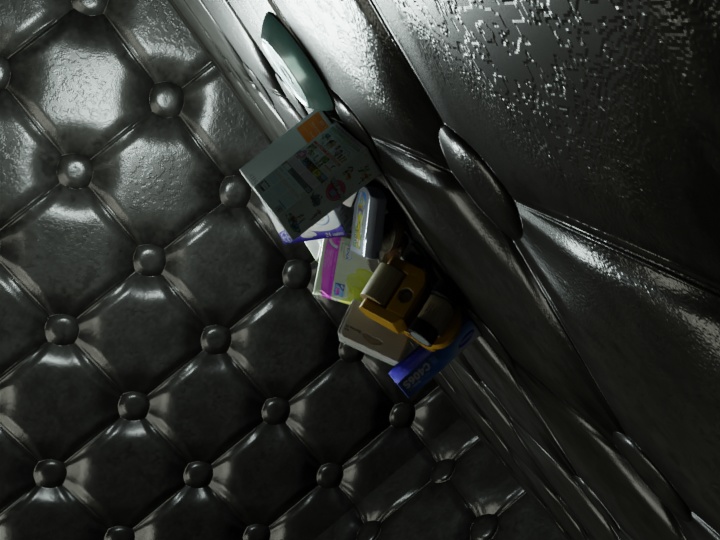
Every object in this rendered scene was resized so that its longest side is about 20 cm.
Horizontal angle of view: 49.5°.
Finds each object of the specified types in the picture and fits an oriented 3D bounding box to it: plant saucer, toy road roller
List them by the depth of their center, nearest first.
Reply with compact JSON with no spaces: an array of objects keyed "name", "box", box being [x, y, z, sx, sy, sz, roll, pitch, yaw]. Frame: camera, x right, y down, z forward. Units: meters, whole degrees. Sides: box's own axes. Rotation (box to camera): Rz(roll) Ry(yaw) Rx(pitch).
[{"name":"plant saucer","box":[-0.120,-0.358,1.382,0.201,0.036,0.200,54,177,4]},{"name":"toy road roller","box":[0.108,0.080,1.545,0.198,0.124,0.146,28,164,26]}]

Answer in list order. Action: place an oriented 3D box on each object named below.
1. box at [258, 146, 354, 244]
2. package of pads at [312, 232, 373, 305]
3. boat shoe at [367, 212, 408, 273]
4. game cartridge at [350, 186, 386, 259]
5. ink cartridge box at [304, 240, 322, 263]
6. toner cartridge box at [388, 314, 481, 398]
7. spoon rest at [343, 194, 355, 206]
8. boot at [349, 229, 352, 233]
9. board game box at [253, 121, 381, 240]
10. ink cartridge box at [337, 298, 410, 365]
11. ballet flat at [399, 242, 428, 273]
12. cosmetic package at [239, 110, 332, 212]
[{"name":"box","box":[-0.122,-0.175,1.715,0.181,0.106,0.202,-6,125,32]},{"name":"package of pads","box":[0.000,0.000,1.760,0.196,0.158,0.068,15,-170,19]},{"name":"boat shoe","box":[0.062,-0.065,1.603,0.073,0.067,0.201,62,159,17]},{"name":"game cartridge","box":[0.013,-0.097,1.537,0.040,0.136,0.200,9,-176,-10]},{"name":"ink cartridge box","box":[-0.048,-0.032,1.959,0.199,0.067,0.118,37,-167,-42]},{"name":"toner cartridge box","box":[0.153,0.173,1.624,0.043,0.199,0.095,50,177,-12]},{"name":"spoon rest","box":[-0.025,-0.185,1.578,0.200,0.059,0.102,62,-156,-87]},{"name":"boot","box":[0.034,-0.021,1.914,0.201,0.072,0.144,55,-154,-2]},{"name":"board game box","box":[-0.081,-0.164,1.404,0.065,0.199,0.148,54,177,-38]},{"name":"ink cartridge box","box":[0.031,0.137,1.680,0.144,0.084,0.200,25,172,2]},{"name":"ballet flat","box":[0.106,0.001,1.633,0.068,0.068,0.200,52,176,16]},{"name":"cosmetic package","box":[-0.130,-0.217,1.536,0.102,0.199,0.071,51,177,-4]}]
